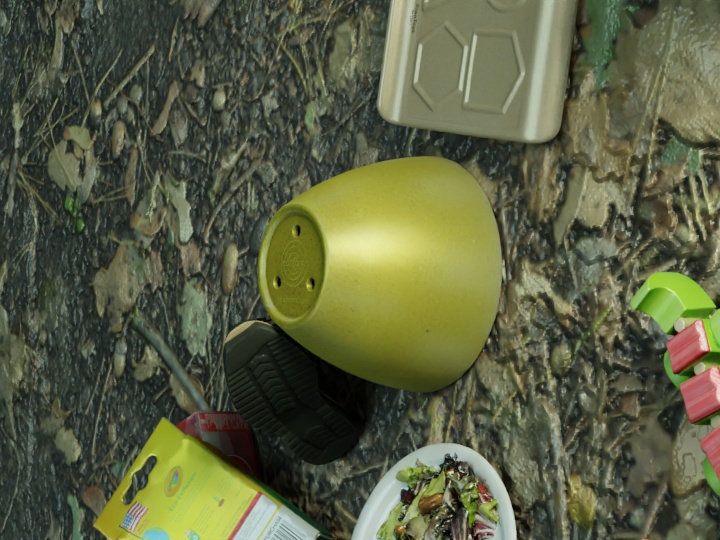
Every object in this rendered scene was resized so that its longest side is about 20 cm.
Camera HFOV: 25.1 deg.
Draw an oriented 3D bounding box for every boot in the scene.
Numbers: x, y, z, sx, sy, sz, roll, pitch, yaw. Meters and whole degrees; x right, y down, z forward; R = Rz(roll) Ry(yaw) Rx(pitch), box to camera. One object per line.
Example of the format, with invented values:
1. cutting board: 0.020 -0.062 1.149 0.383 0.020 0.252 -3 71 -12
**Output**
1. boot: -0.085 0.073 1.421 0.077 0.200 0.139 -29 50 0

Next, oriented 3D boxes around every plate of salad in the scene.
1. plate of salad: 0.047 0.236 1.309 0.199 0.048 0.202 -27 53 42

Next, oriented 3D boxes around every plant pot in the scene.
1. plant pot: 0.000 0.000 1.340 0.199 0.141 0.202 -5 83 52

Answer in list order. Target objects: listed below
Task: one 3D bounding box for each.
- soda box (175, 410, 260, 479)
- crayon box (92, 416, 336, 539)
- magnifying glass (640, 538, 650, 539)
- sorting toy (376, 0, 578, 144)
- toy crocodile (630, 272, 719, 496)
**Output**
1. soda box: -0.132 0.240 1.561 0.070 0.063 0.202 -35 59 45
2. crayon box: -0.135 0.240 1.485 0.199 0.051 0.127 34 88 26
3. magnifying glass: 0.267 0.204 1.025 0.199 0.022 0.080 8 94 34
4. sorting toy: 0.100 -0.203 1.319 0.199 0.036 0.187 14 98 48
5. toy crocodile: 0.242 0.089 1.077 0.067 0.061 0.201 -44 54 42
